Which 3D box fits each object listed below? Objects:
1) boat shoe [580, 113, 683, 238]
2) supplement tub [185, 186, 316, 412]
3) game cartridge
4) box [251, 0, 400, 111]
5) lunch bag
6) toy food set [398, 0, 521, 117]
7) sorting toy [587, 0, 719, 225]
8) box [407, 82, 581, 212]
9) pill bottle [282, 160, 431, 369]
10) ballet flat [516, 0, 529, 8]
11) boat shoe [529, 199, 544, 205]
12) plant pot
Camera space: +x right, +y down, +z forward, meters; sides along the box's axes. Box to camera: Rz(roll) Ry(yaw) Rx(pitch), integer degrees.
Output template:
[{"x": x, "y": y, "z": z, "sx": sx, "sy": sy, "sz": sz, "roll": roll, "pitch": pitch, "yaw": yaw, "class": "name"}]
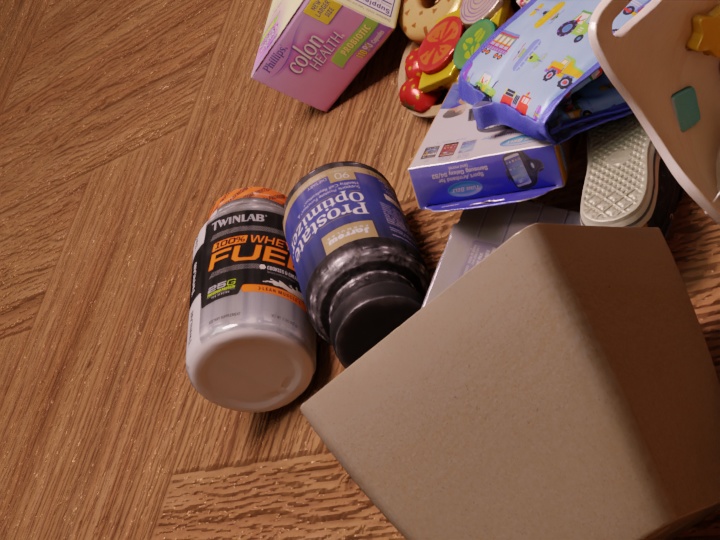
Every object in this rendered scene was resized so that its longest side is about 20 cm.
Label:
[{"x": 0.206, "y": -0.076, "z": 1.079, "sx": 0.074, "sy": 0.063, "sz": 0.201, "roll": -8, "pitch": 38, "yaw": 27, "class": "boat shoe"}, {"x": -0.102, "y": 0.023, "z": 1.384, "sx": 0.122, "sy": 0.122, "sz": 0.201, "roll": -38, "pitch": 36, "yaw": 30, "class": "supplement tub"}, {"x": 0.106, "y": 0.042, "z": 1.087, "sx": 0.128, "sy": 0.038, "sz": 0.202, "roll": 12, "pitch": 69, "yaw": 27, "class": "game cartridge"}, {"x": -0.023, "y": -0.307, "z": 1.547, "sx": 0.176, "sy": 0.096, "sz": 0.202, "roll": -43, "pitch": 28, "yaw": 55, "class": "box"}, {"x": 0.170, "y": -0.168, "z": 1.110, "sx": 0.199, "sy": 0.095, "sz": 0.151, "roll": -31, "pitch": 30, "yaw": -9, "class": "lunch bag"}, {"x": 0.101, "y": -0.238, "z": 1.394, "sx": 0.197, "sy": 0.048, "sz": 0.202, "roll": -18, "pitch": 48, "yaw": 48, "class": "toy food set"}, {"x": 0.244, "y": -0.159, "z": 0.984, "sx": 0.201, "sy": 0.179, "sz": 0.107, "roll": -52, "pitch": 31, "yaw": 9, "class": "sorting toy"}, {"x": 0.112, "y": -0.106, "z": 1.153, "sx": 0.118, "sy": 0.042, "sz": 0.200, "roll": -9, "pitch": 24, "yaw": 21, "class": "box"}, {"x": 0.000, "y": 0.000, "z": 1.266, "sx": 0.112, "sy": 0.111, "sz": 0.201, "roll": -47, "pitch": 32, "yaw": 18, "class": "pill bottle"}, {"x": 0.194, "y": -0.323, "z": 1.304, "sx": 0.202, "sy": 0.075, "sz": 0.064, "roll": -66, "pitch": 14, "yaw": -12, "class": "ballet flat"}, {"x": 0.097, "y": 0.026, "z": 1.147, "sx": 0.072, "sy": 0.067, "sz": 0.202, "roll": -4, "pitch": 59, "yaw": 56, "class": "boat shoe"}, {"x": 0.121, "y": 0.102, "z": 0.904, "sx": 0.199, "sy": 0.199, "sz": 0.178, "roll": -39, "pitch": 71, "yaw": 28, "class": "plant pot"}]
